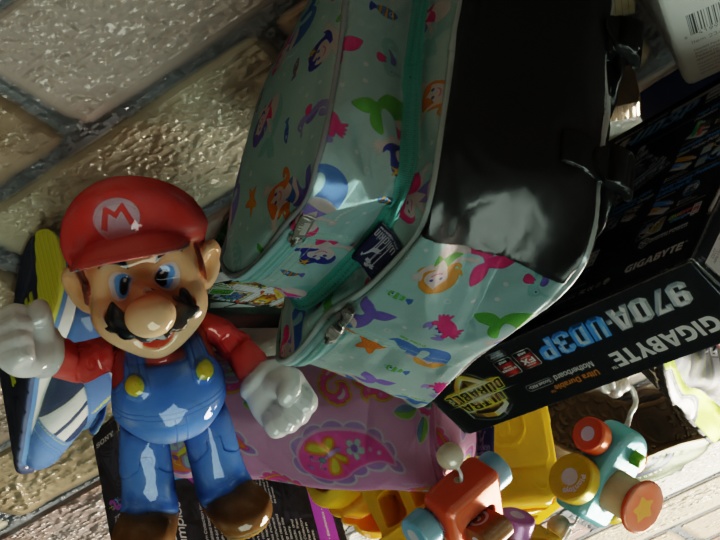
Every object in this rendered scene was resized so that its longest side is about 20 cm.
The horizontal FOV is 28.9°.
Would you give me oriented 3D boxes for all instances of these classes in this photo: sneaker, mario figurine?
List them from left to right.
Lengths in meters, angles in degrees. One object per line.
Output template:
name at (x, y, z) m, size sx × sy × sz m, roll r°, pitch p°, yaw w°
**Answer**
sneaker at (-0.157, 0.053, 0.788) m, size 0.082 × 0.074 × 0.200 m, roll -4°, pitch 148°, yaw -28°
mario figurine at (-0.098, 0.052, 0.674) m, size 0.123 × 0.106 × 0.201 m, roll -33°, pitch 123°, yaw -43°
sneaker at (0.207, 0.149, 1.147) m, size 0.199 × 0.067 × 0.090 m, roll -2°, pitch 141°, yaw -32°
sneaker at (0.250, 0.060, 1.042) m, size 0.081 × 0.074 × 0.200 m, roll -44°, pitch 146°, yaw 5°

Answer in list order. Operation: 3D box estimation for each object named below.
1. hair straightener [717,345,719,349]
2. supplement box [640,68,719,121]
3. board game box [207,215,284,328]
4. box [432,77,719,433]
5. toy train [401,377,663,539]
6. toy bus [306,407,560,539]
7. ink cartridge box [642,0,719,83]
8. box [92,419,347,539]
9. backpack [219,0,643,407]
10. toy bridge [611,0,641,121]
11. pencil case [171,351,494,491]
hair straightener at (0.257, 0.012, 0.939) m, size 0.077 × 0.041 × 0.200 m, roll -13°, pitch 138°, yaw 37°
supplement box at (0.261, -0.051, 0.810) m, size 0.109 × 0.110 × 0.200 m, roll -32°, pitch 148°, yaw 23°
board game box at (0.000, 0.000, 0.836) m, size 0.199 × 0.024 × 0.105 m, roll 1°, pitch 144°, yaw -30°
box at (0.128, -0.012, 0.682) m, size 0.046 × 0.159 × 0.200 m, roll 44°, pitch 142°, yaw -13°
toy train at (0.116, 0.134, 0.815) m, size 0.200 × 0.056 × 0.151 m, roll -31°, pitch 132°, yaw -30°
toy bus at (0.054, 0.156, 0.950) m, size 0.135 × 0.193 × 0.200 m, roll 0°, pitch 151°, yaw -31°
ink cartridge box at (0.164, -0.176, 0.594) m, size 0.116 × 0.067 × 0.200 m, roll -24°, pitch 150°, yaw 10°
box at (-0.088, 0.183, 0.969) m, size 0.036 × 0.143 × 0.200 m, roll -36°, pitch 145°, yaw 30°
backpack at (0.020, -0.038, 0.638) m, size 0.150 × 0.178 × 0.200 m, roll 15°, pitch 147°, yaw -10°
toy bridge at (0.114, -0.090, 0.739) m, size 0.067 × 0.027 × 0.200 m, roll -11°, pitch 153°, yaw 7°
pencil case at (-0.025, 0.088, 0.840) m, size 0.199 × 0.088 × 0.087 m, roll -1°, pitch 157°, yaw 24°
